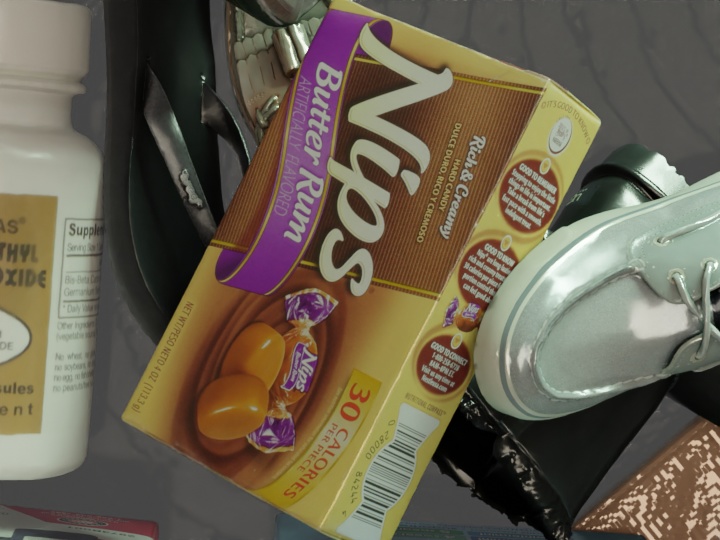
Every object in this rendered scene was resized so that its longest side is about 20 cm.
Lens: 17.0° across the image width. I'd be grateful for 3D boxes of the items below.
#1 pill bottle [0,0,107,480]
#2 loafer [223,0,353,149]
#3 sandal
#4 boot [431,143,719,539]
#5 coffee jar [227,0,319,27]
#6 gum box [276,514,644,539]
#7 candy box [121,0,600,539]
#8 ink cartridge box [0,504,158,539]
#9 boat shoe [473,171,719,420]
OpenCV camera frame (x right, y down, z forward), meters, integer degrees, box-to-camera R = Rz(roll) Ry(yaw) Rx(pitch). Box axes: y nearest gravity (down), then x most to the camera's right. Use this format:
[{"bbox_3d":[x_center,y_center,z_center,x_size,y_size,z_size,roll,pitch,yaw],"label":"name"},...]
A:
[{"bbox_3d":[-0.167,-0.017,1.038,0.114,0.114,0.201,4,93,-3],"label":"pill bottle"},{"bbox_3d":[-0.011,-0.048,1.068,0.072,0.063,0.201,-16,94,1],"label":"loafer"},{"bbox_3d":[-0.077,-0.056,1.043,0.043,0.076,0.201,-10,84,29],"label":"sandal"},{"bbox_3d":[0.121,0.055,1.043,0.198,0.073,0.162,46,61,2],"label":"boot"},{"bbox_3d":[-0.094,-0.188,1.006,0.200,0.104,0.085,32,83,19],"label":"coffee jar"},{"bbox_3d":[0.048,0.145,1.004,0.169,0.200,0.045,4,94,-3],"label":"gum box"},{"bbox_3d":[0.000,0.000,0.986,0.116,0.056,0.200,26,89,34],"label":"candy box"},{"bbox_3d":[-0.162,0.151,1.003,0.144,0.200,0.085,6,93,-3],"label":"ink cartridge box"},{"bbox_3d":[0.137,0.004,0.980,0.200,0.071,0.070,-27,110,-29],"label":"boat shoe"}]
